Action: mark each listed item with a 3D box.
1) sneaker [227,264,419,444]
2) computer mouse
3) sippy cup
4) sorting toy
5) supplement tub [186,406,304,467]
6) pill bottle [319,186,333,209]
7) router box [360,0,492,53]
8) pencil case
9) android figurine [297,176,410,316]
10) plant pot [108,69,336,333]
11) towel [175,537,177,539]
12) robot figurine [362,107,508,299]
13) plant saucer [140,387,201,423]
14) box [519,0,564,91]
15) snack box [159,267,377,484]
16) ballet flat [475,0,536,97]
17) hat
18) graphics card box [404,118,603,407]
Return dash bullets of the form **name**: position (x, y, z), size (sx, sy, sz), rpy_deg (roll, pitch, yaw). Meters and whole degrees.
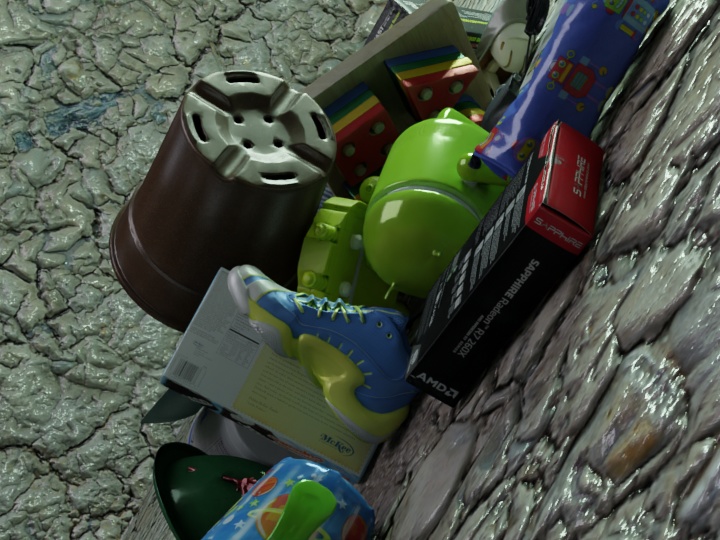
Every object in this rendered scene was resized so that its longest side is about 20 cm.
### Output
- **sneaker**: position (-0.020, 0.050, 1.281), size (0.105, 0.200, 0.076), rpy_deg (-43, 1, 4)
- **computer mouse**: position (0.146, -0.195, 1.416), size (0.059, 0.034, 0.200), rpy_deg (-47, -27, -59)
- **sippy cup**: position (-0.058, 0.221, 1.140), size (0.178, 0.140, 0.130), rpy_deg (-11, 33, 47)
- **sorting toy**: position (0.049, -0.147, 1.504), size (0.199, 0.070, 0.200), rpy_deg (-35, -36, -2)
- **supplement tub**: position (-0.102, 0.171, 1.559), size (0.132, 0.132, 0.200), rpy_deg (-64, 8, -28)
- **pill bottle**: position (-0.045, -0.049, 1.648), size (0.200, 0.111, 0.111), rpy_deg (-60, 7, -16)
- **router box**: position (0.077, -0.227, 1.688), size (0.200, 0.062, 0.150), rpy_deg (-3, -47, -50)
- **pencil case**: position (0.168, -0.153, 1.184), size (0.200, 0.078, 0.087), rpy_deg (-60, -1, 5)
- **android figurine**: position (0.000, 0.000, 1.418), size (0.200, 0.041, 0.183), rpy_deg (23, -100, -61)
- **plant pot**: position (-0.123, -0.070, 1.410), size (0.198, 0.200, 0.201), rpy_deg (119, 175, -47)
- **towel**: position (-0.167, 0.292, 1.518), size (0.200, 0.036, 0.149), rpy_deg (104, 148, -71)
- **robot figurine**: position (0.068, -0.058, 1.337), size (0.175, 0.116, 0.200), rpy_deg (-43, 18, 41)
- **plant saucer**: position (-0.148, 0.097, 1.537), size (0.201, 0.039, 0.201), rpy_deg (-47, 0, 0)
- **box**: position (0.212, -0.240, 1.371), size (0.200, 0.041, 0.119), rpy_deg (-67, 9, -24)
- **snack box**: position (-0.065, 0.094, 1.330), size (0.116, 0.200, 0.037), rpy_deg (-63, 1, -20)
- **ballet flat**: position (0.154, -0.222, 1.650), size (0.200, 0.067, 0.064), rpy_deg (-58, 35, 24)
- **hat**: position (-0.075, 0.200, 1.398), size (0.176, 0.200, 0.166), rpy_deg (-39, -29, 18)
- **graphics card box**: position (0.109, -0.004, 1.122), size (0.200, 0.051, 0.126), rpy_deg (-54, 10, 35)
